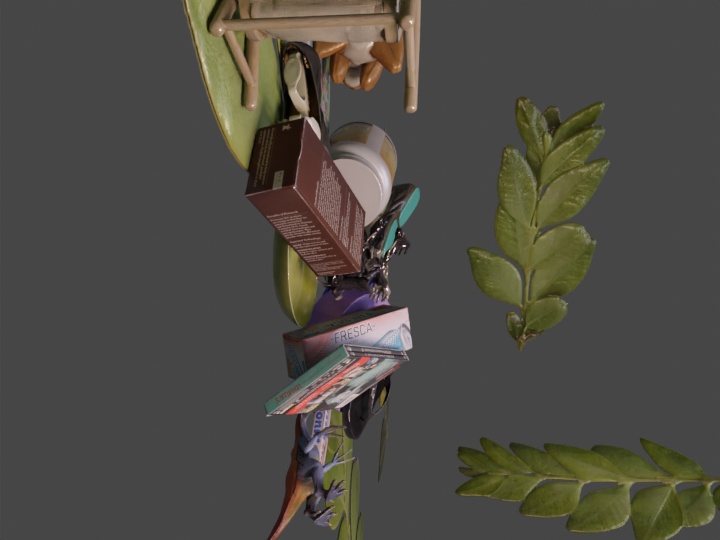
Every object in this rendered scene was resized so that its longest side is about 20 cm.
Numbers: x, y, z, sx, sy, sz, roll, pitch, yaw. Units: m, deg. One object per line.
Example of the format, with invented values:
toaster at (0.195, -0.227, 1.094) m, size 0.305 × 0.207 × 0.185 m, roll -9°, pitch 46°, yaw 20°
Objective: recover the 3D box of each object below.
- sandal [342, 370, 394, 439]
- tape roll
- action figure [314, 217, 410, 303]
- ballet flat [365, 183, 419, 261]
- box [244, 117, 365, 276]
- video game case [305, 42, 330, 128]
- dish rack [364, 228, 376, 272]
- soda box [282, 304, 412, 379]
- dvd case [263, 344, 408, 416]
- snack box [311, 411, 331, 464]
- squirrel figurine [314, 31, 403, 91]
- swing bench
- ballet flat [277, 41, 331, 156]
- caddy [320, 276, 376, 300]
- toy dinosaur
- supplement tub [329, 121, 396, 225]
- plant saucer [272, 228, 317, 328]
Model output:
sandal at (0.028, 0.187, 0.979) m, size 0.203 × 0.042 × 0.076 m, roll -61°, pitch 140°, yaw -22°
tape roll at (-0.019, 0.133, 0.989) m, size 0.198 × 0.065 × 0.205 m, roll -19°, pitch 114°, yaw -49°
action figure at (0.000, 0.000, 0.911) m, size 0.200 × 0.117 × 0.104 m, roll -41°, pitch 146°, yaw -43°
ballet flat at (0.050, -0.090, 1.091) m, size 0.069 × 0.067 × 0.202 m, roll 83°, pitch 28°, yaw -44°
box at (-0.062, -0.083, 0.741) m, size 0.201 × 0.073 × 0.102 m, roll 55°, pitch 35°, yaw -54°
video game case at (-0.074, -0.336, 0.959) m, size 0.182 × 0.021 × 0.206 m, roll 17°, pitch 75°, yaw -82°
dish rack at (-0.021, -0.044, 1.080) m, size 0.154 × 0.054 × 0.200 m, roll 50°, pitch 25°, yaw -7°
soda box at (-0.016, 0.107, 0.875) m, size 0.063 × 0.197 × 0.070 m, roll 4°, pitch -75°, yaw 55°
dvd case at (-0.027, 0.155, 0.820) m, size 0.199 × 0.145 × 0.022 m, roll 19°, pitch 37°, yaw -60°
snack box at (-0.075, 0.308, 1.094) m, size 0.073 × 0.024 × 0.204 m, roll 82°, pitch 12°, yaw -55°
squirrel figurine at (0.002, -0.404, 0.976) m, size 0.187 × 0.138 × 0.206 m, roll -49°, pitch 142°, yaw -89°
swing bench at (-0.033, -0.289, 0.616) m, size 0.130 × 0.193 × 0.205 m, roll 74°, pitch 19°, yaw -67°
ballet flat at (-0.083, -0.214, 0.790) m, size 0.068 × 0.066 × 0.206 m, roll 14°, pitch 68°, yaw -72°
caddy at (-0.021, 0.084, 1.145) m, size 0.200 × 0.103 × 0.145 m, roll -37°, pitch 127°, yaw -60°
toy dinosaur at (-0.083, 0.273, 0.864) m, size 0.181 × 0.196 × 0.107 m, roll 43°, pitch -47°, yaw 46°
supplement tub at (-0.011, -0.169, 1.028) m, size 0.201 × 0.140 × 0.148 m, roll -74°, pitch 164°, yaw -61°
plant saucer at (-0.094, -0.020, 0.849) m, size 0.200 × 0.030 × 0.206 m, roll 1°, pitch 90°, yaw -82°
